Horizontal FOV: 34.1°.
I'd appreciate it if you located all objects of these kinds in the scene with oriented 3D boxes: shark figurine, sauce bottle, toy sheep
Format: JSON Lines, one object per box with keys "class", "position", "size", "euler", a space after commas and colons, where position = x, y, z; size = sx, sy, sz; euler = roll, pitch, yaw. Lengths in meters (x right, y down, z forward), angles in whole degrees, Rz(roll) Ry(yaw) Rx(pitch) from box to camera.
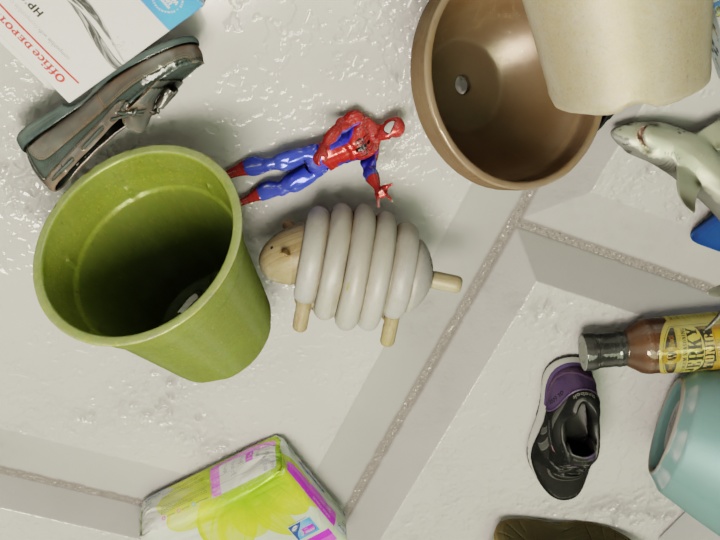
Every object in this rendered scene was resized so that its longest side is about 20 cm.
{"class": "shark figurine", "position": [0.343, -0.062, 1.163], "size": [0.128, 0.090, 0.215], "euler": [-24, 81, -12]}
{"class": "sauce bottle", "position": [0.339, 0.081, 1.280], "size": [0.200, 0.065, 0.065], "euler": [-7, 124, -2]}
{"class": "toy sheep", "position": [0.000, 0.000, 1.150], "size": [0.200, 0.138, 0.138], "euler": [7, 122, -6]}

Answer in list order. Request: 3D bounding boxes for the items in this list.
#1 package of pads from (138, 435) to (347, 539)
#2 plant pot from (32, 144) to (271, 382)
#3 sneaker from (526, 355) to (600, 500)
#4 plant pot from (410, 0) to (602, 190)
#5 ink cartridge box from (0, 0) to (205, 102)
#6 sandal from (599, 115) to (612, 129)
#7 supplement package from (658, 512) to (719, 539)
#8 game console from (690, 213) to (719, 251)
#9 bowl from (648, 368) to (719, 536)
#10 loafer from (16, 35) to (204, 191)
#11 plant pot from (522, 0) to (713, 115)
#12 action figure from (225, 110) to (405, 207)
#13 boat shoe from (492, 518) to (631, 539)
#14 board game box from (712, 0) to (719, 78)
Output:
{"class": "package of pads", "position": [-0.138, 0.291, 1.363], "size": [0.200, 0.068, 0.155], "euler": [-28, 122, 11]}
{"class": "plant pot", "position": [-0.172, 0.017, 1.106], "size": [0.200, 0.200, 0.190], "euler": [-19, 149, 7]}
{"class": "sneaker", "position": [0.234, 0.201, 1.332], "size": [0.076, 0.088, 0.200], "euler": [-6, 124, -2]}
{"class": "plant pot", "position": [0.116, -0.171, 1.048], "size": [0.201, 0.093, 0.201], "euler": [-1, 92, -30]}
{"class": "ink cartridge box", "position": [-0.238, -0.226, 0.995], "size": [0.200, 0.067, 0.116], "euler": [-30, 122, 23]}
{"class": "sandal", "position": [0.208, -0.152, 1.120], "size": [0.075, 0.048, 0.200], "euler": [28, 117, -22]}
{"class": "supplement package", "position": [0.480, 0.322, 1.422], "size": [0.117, 0.117, 0.200], "euler": [26, 117, -22]}
{"class": "game console", "position": [0.471, -0.082, 1.214], "size": [0.200, 0.118, 0.171], "euler": [18, 89, -17]}
{"class": "bowl", "position": [0.386, 0.187, 1.298], "size": [0.105, 0.201, 0.201], "euler": [17, 122, 7]}
{"class": "loafer", "position": [-0.217, -0.139, 1.060], "size": [0.200, 0.072, 0.063], "euler": [-27, 85, 20]}
{"class": "plant pot", "position": [0.207, -0.232, 0.954], "size": [0.200, 0.200, 0.184], "euler": [-12, 112, 1]}
{"class": "action figure", "position": [-0.047, -0.089, 1.108], "size": [0.200, 0.099, 0.065], "euler": [-24, 124, 7]}
{"class": "boat shoe", "position": [0.252, 0.354, 1.452], "size": [0.201, 0.072, 0.066], "euler": [11, 132, -13]}
{"class": "board game box", "position": [0.374, -0.271, 1.051], "size": [0.148, 0.064, 0.200], "euler": [-24, 124, 9]}
